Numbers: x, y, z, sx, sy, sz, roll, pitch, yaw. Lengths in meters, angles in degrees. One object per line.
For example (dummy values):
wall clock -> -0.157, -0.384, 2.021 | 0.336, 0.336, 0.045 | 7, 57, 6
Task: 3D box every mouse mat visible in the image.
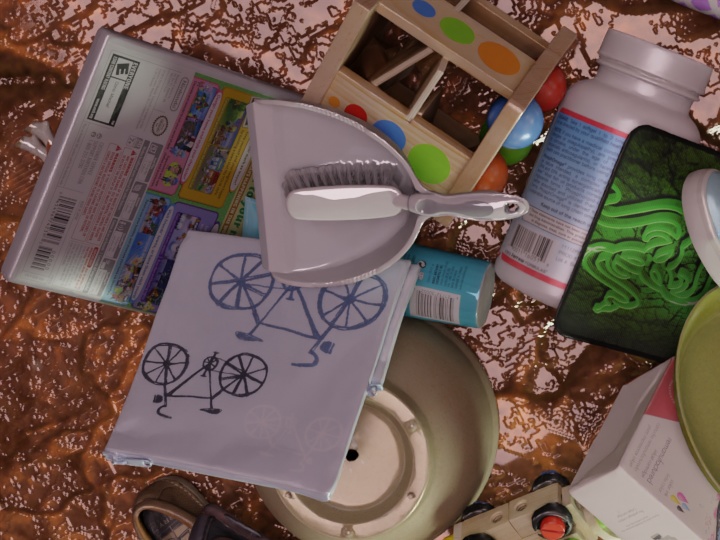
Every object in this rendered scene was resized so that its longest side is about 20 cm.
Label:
mouse mat -> 0.240, -0.008, 1.278 | 0.200, 0.008, 0.161 | 15, 101, -32

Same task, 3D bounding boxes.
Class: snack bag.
snack bag -> -0.070, 0.066, 1.266 | 0.188, 0.021, 0.200 | 8, 62, 20

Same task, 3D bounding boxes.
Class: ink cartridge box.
ink cartridge box -> 0.262, 0.174, 1.283 | 0.200, 0.117, 0.067 | 41, 142, -9

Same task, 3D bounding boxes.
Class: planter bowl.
planter bowl -> 0.000, 0.130, 1.325 | 0.200, 0.135, 0.201 | 1, 96, 9

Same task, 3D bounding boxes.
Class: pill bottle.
pill bottle -> 0.182, -0.069, 1.290 | 0.109, 0.109, 0.200 | 22, 99, 5

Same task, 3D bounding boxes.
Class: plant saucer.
plant saucer -> 0.301, 0.102, 1.277 | 0.200, 0.200, 0.031 | 54, 144, 0

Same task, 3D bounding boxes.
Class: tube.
tube -> 0.000, 0.000, 1.333 | 0.200, 0.050, 0.078 | 12, 101, 14

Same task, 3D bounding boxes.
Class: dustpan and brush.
dustpan and brush -> 0.018, -0.051, 1.224 | 0.200, 0.057, 0.140 | -1, 112, 9

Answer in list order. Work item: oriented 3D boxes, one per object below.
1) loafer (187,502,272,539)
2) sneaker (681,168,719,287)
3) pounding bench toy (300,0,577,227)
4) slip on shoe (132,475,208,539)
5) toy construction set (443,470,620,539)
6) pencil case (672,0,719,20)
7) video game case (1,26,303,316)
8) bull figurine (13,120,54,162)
loafer -> -0.041, 0.234, 1.356 | 0.200, 0.072, 0.063 | 22, 63, -21
sneaker -> 0.307, 0.000, 1.239 | 0.082, 0.074, 0.200 | -26, 111, 39
pounding bench toy -> 0.046, -0.110, 1.296 | 0.156, 0.124, 0.200 | 34, 132, 2
slip on shoe -> -0.106, 0.249, 1.389 | 0.076, 0.061, 0.200 | -38, 90, 10
toy construction set -> 0.138, 0.218, 1.326 | 0.200, 0.092, 0.131 | -33, 118, 9
pencil case -> 0.242, -0.233, 1.277 | 0.200, 0.086, 0.084 | 21, 102, 5
video game case -> -0.152, -0.064, 1.321 | 0.182, 0.022, 0.200 | 15, 105, -36
bull figurine -> -0.196, -0.080, 1.361 | 0.200, 0.065, 0.121 | -39, 93, -1
